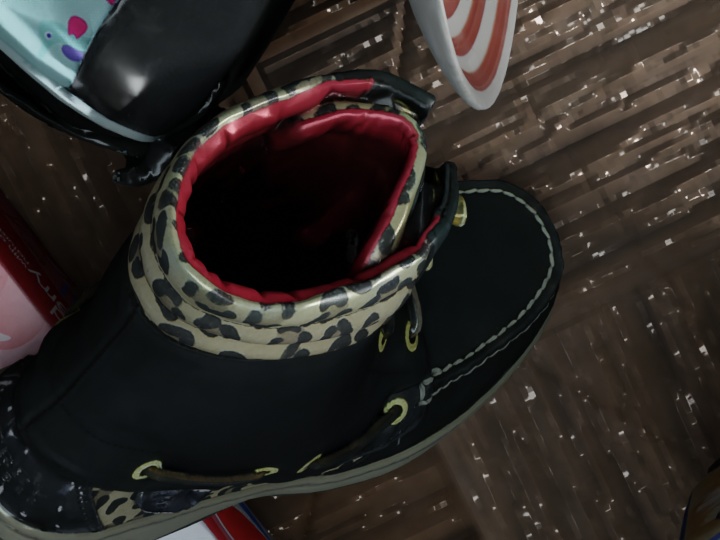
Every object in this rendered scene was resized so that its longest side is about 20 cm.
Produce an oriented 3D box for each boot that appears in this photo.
[{"bbox_3d":[0.000,0.002,0.762,0.203,0.154,0.074,-22,75,-34],"label":"boot"}]

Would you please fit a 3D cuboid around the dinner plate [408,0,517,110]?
[{"bbox_3d":[0.020,-0.141,0.737,0.024,0.200,0.202,1,106,10],"label":"dinner plate"}]

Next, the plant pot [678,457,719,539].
[{"bbox_3d":[0.187,0.095,0.742,0.200,0.200,0.180,-37,89,9],"label":"plant pot"}]

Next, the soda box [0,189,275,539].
[{"bbox_3d":[-0.081,0.067,0.846,0.070,0.063,0.200,-37,98,7],"label":"soda box"}]

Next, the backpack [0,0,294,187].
[{"bbox_3d":[-0.096,-0.134,0.743,0.199,0.178,0.151,31,99,0],"label":"backpack"}]
